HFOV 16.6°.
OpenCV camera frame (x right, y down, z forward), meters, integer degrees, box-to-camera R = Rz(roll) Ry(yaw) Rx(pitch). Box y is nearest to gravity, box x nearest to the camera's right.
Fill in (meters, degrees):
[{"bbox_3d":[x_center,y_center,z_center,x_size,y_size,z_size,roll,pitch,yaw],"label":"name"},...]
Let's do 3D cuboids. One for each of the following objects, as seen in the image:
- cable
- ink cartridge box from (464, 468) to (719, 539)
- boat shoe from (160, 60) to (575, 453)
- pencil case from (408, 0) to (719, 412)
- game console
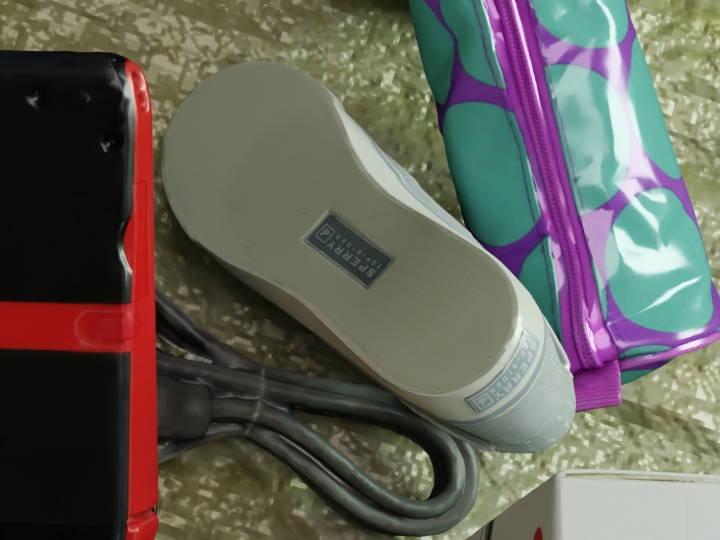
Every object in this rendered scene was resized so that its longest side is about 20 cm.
[{"bbox_3d":[-0.057,0.043,0.847,0.198,0.050,0.098,8,73,-22],"label":"cable"},{"bbox_3d":[0.072,0.151,0.759,0.082,0.200,0.148,4,72,-11],"label":"ink cartridge box"},{"bbox_3d":[0.001,0.000,0.836,0.070,0.072,0.201,-44,46,-3],"label":"boat shoe"},{"bbox_3d":[0.062,-0.057,0.852,0.084,0.092,0.202,-16,96,14],"label":"pencil case"},{"bbox_3d":[-0.162,0.019,0.777,0.198,0.031,0.179,1,97,7],"label":"game console"}]
